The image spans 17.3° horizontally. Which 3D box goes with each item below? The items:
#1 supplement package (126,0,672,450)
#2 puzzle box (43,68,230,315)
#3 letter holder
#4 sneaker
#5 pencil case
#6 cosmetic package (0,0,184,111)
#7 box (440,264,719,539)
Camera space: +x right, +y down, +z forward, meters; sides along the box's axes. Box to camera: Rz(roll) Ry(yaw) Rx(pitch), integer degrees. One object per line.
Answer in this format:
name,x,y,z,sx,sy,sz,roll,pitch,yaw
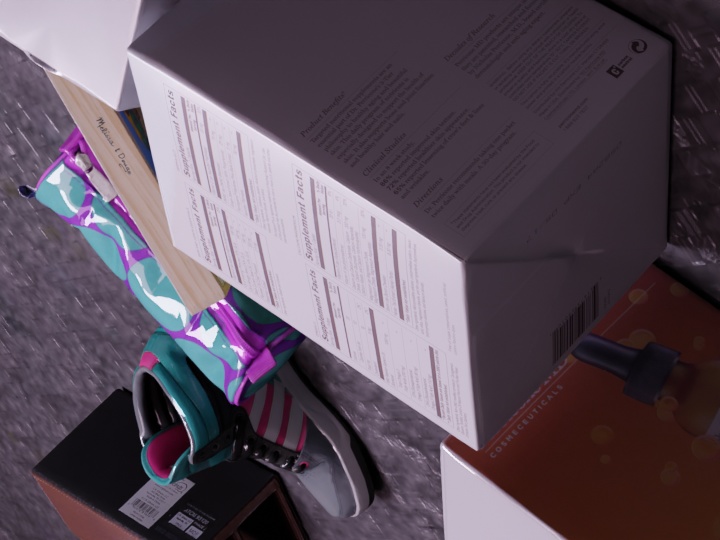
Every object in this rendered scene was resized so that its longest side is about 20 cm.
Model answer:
supplement package,0.022,-0.055,1.104,0.199,0.152,0.151,33,153,26
puzzle box,-0.129,-0.082,1.373,0.201,0.025,0.133,60,-169,-14
letter holder,-0.138,0.204,1.844,0.199,0.101,0.143,24,149,43
sneaker,-0.083,0.113,1.583,0.201,0.121,0.083,54,155,-15
pencil case,-0.118,-0.011,1.499,0.200,0.085,0.092,45,-176,4
cosmetic package,-0.104,-0.189,1.102,0.113,0.081,0.201,35,123,29
box,0.159,0.118,1.139,0.200,0.152,0.107,36,154,25
